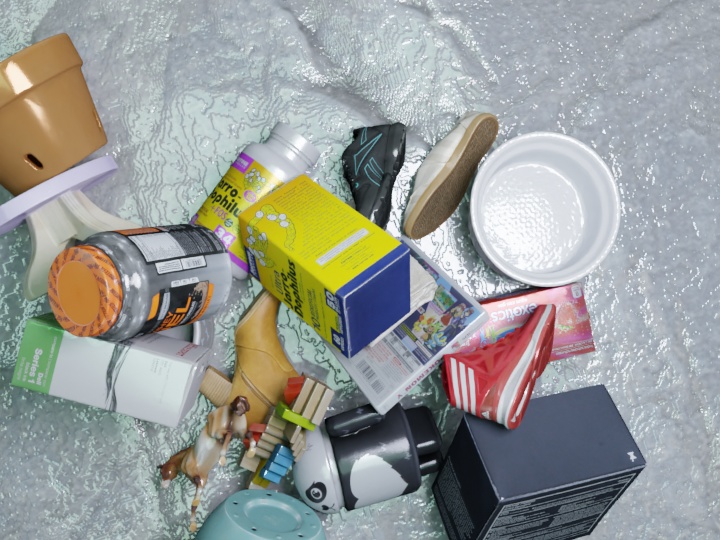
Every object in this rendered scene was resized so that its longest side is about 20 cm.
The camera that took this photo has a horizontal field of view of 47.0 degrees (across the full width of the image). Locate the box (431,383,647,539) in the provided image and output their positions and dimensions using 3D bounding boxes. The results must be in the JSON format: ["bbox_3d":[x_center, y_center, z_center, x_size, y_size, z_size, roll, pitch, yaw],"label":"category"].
[{"bbox_3d":[0.214,0.256,1.034,0.197,0.200,0.124,-8,53,-17],"label":"box"}]

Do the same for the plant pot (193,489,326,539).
[{"bbox_3d":[-0.126,0.373,1.026,0.198,0.201,0.163,16,100,-3],"label":"plant pot"}]

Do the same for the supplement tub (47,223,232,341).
[{"bbox_3d":[-0.251,0.012,0.959,0.121,0.199,0.125,4,99,30],"label":"supplement tub"}]

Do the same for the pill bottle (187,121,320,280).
[{"bbox_3d":[-0.139,-0.095,1.096,0.104,0.104,0.201,36,87,-2],"label":"pill bottle"}]

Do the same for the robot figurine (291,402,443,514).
[{"bbox_3d":[0.008,0.245,1.085,0.197,0.125,0.153,-13,91,-7],"label":"robot figurine"}]

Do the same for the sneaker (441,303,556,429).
[{"bbox_3d":[0.163,0.096,1.001,0.114,0.200,0.079,13,126,23],"label":"sneaker"}]

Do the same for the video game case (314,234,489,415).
[{"bbox_3d":[0.043,0.063,1.078,0.182,0.200,0.023,-41,134,-3],"label":"video game case"}]

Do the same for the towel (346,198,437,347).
[{"bbox_3d":[0.000,0.000,1.093,0.132,0.035,0.200,-37,56,-4],"label":"towel"}]

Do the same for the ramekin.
[{"bbox_3d":[0.238,-0.076,1.115,0.197,0.098,0.204,0,84,-2],"label":"ramekin"}]

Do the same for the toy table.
[{"bbox_3d":[-0.369,-0.054,1.055,0.199,0.183,0.118,-35,99,-33],"label":"toy table"}]

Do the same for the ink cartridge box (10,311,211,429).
[{"bbox_3d":[-0.293,0.115,1.004,0.197,0.146,0.086,16,91,-3],"label":"ink cartridge box"}]

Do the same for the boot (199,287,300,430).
[{"bbox_3d":[-0.115,0.123,1.117,0.143,0.071,0.202,34,92,-7],"label":"boot"}]

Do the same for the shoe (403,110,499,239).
[{"bbox_3d":[0.116,-0.133,1.142,0.053,0.070,0.201,35,91,40],"label":"shoe"}]

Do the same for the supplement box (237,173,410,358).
[{"bbox_3d":[-0.044,-0.009,1.012,0.109,0.110,0.199,-34,52,-26],"label":"supplement box"}]

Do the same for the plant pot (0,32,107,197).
[{"bbox_3d":[-0.418,-0.186,1.048,0.199,0.200,0.141,-32,107,-3],"label":"plant pot"}]

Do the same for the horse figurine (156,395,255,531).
[{"bbox_3d":[-0.190,0.231,1.060,0.050,0.133,0.201,29,105,-26],"label":"horse figurine"}]

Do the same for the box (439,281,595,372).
[{"bbox_3d":[0.201,0.081,1.115,0.197,0.100,0.097,-13,90,-4],"label":"box"}]

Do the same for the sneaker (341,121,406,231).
[{"bbox_3d":[0.010,-0.118,1.097,0.078,0.076,0.202,9,50,8],"label":"sneaker"}]

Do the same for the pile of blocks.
[{"bbox_3d":[-0.109,0.211,1.054,0.062,0.082,0.201,26,110,-17],"label":"pile of blocks"}]

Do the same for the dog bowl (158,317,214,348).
[{"bbox_3d":[-0.297,0.079,1.107,0.197,0.059,0.203,0,89,-4],"label":"dog bowl"}]
